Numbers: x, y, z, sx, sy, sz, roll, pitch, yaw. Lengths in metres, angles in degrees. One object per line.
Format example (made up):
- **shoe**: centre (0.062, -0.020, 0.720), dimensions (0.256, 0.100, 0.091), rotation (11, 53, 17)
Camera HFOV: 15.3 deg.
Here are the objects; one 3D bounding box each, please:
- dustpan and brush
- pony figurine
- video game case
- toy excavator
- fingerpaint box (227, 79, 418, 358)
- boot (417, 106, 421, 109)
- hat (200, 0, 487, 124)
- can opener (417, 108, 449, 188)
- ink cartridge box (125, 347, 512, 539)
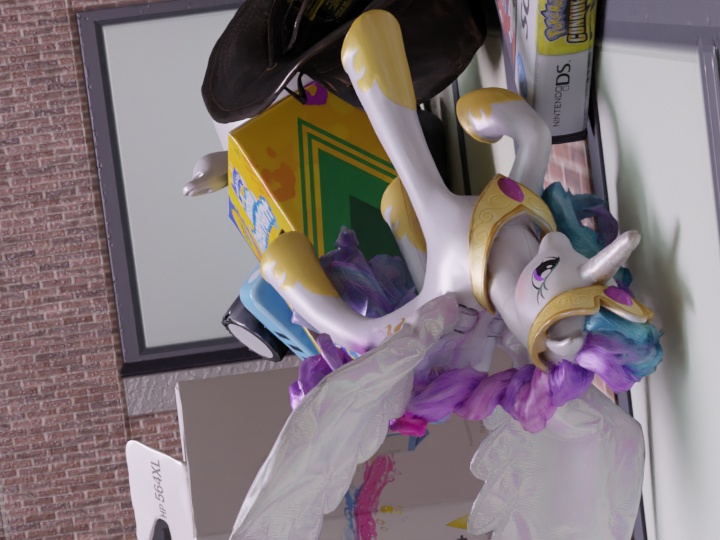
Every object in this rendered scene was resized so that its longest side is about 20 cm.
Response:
- **dustpan and brush**: centre (-0.049, -0.085, 1.524), dimensions (0.200, 0.140, 0.057), rotation (-21, -100, -53)
- **pony figurine**: centre (0.031, 0.026, 0.997), dimensions (0.200, 0.166, 0.193), rotation (55, 130, 49)
- **video game case**: centre (0.060, -0.180, 1.022), dimensions (0.181, 0.025, 0.200), rotation (88, 173, -55)
- **toy excavator**: centre (-0.013, 0.005, 1.661), dimensions (0.194, 0.100, 0.200), rotation (44, 162, -17)
- **fingerpaint box**: centre (0.000, 0.000, 1.433), dimensions (0.167, 0.073, 0.200), rotation (57, 172, 7)
- **boot**: centre (0.004, -0.132, 1.631), dimensions (0.075, 0.074, 0.200), rotation (108, 158, -57)
- **hat**: centre (0.012, -0.123, 1.294), dimensions (0.081, 0.201, 0.201), rotation (41, -169, -19)
- **can opener**: centre (0.043, 0.008, 1.563), dimensions (0.067, 0.053, 0.200), rotation (23, 127, 47)
- **ink cartridge box**: centre (-0.002, 0.126, 1.225), dimensions (0.125, 0.200, 0.129), rotation (-104, 8, -59)
